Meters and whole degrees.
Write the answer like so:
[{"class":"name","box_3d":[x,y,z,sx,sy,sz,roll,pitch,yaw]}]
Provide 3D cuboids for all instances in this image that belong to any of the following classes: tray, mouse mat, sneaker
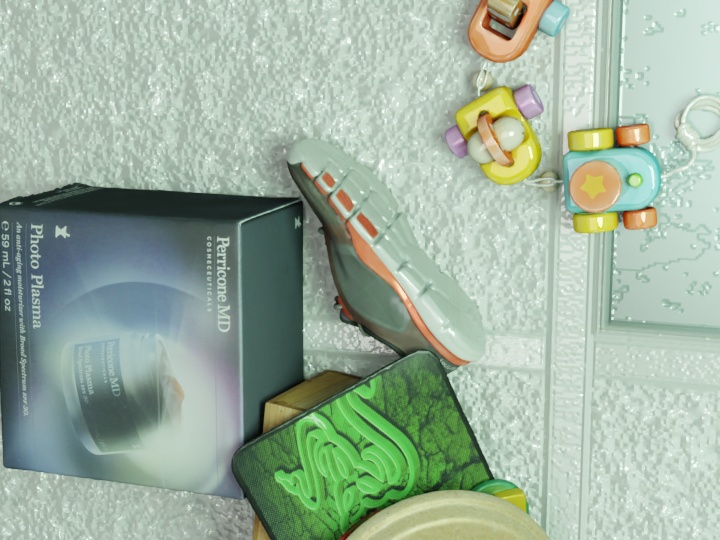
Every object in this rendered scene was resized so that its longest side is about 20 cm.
[{"class":"tray","box_3d":[-0.043,0.182,0.934,0.037,0.099,0.200,11,104,23]},{"class":"mouse mat","box_3d":[0.019,0.170,0.892,0.161,0.008,0.200,-29,109,-6]},{"class":"sneaker","box_3d":[0.000,0.000,0.899,0.082,0.077,0.200,-39,86,28]}]

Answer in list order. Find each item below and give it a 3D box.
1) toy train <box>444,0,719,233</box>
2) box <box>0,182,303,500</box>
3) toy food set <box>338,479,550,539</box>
[{"class":"toy train","box_3d":[0.133,-0.111,0.838,0.200,0.056,0.150,37,110,10]},{"class":"box","box_3d":[-0.152,0.045,0.935,0.198,0.123,0.200,4,102,17]},{"class":"toy food set","box_3d":[0.055,0.244,0.893,0.197,0.049,0.200,-7,106,-14]}]
